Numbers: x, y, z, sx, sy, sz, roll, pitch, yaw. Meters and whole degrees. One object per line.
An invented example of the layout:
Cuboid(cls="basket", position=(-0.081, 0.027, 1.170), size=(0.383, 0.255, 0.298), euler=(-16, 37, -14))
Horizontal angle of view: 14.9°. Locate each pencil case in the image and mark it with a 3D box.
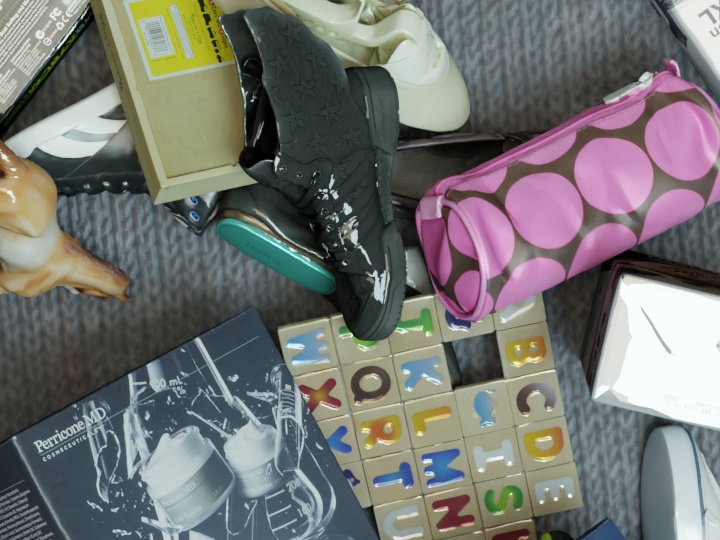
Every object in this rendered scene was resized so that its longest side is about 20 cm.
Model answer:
Cuboid(cls="pencil case", position=(0.129, -0.049, 1.677), size=(0.199, 0.091, 0.094), euler=(-28, 111, -19))

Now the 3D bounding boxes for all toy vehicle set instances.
Cuboid(cls="toy vehicle set", position=(-0.097, -0.148, 1.712), size=(0.124, 0.027, 0.201), euler=(-12, 72, -19))

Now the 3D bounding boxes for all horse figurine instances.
Cuboid(cls="horse figurine", position=(-0.226, -0.032, 1.703), size=(0.132, 0.200, 0.050), euler=(3, 54, 13))

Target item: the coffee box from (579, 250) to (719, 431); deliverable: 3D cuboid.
Cuboid(cls="coffee box", position=(0.198, 0.042, 1.671), size=(0.112, 0.200, 0.080), euler=(13, 95, 1))

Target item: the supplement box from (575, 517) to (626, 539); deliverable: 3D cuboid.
Cuboid(cls="supplement box", position=(0.117, 0.297, 1.658), size=(0.200, 0.134, 0.200), euler=(53, 131, 7))

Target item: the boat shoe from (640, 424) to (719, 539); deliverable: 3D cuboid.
Cuboid(cls="boat shoe", position=(0.234, 0.193, 1.726), size=(0.086, 0.075, 0.203), euler=(-3, 66, -15))

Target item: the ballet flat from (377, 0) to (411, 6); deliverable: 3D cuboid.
Cuboid(cls="ballet flat", position=(0.017, -0.220, 1.738), size=(0.070, 0.065, 0.201), euler=(22, 93, -1))

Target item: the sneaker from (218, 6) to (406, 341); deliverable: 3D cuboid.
Cuboid(cls="sneaker", position=(-0.030, -0.057, 1.651), size=(0.104, 0.060, 0.201), euler=(-2, 93, -30))

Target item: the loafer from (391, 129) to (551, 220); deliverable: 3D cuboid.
Cuboid(cls="loafer", position=(0.077, -0.055, 1.741), size=(0.199, 0.063, 0.072), euler=(2, 92, 2))

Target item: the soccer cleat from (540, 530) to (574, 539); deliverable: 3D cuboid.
Cuboid(cls="soccer cleat", position=(0.168, 0.252, 1.750), size=(0.081, 0.068, 0.201), euler=(-21, 97, -7))

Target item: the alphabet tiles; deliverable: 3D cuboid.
Cuboid(cls="alphabet tiles", position=(0.049, 0.108, 1.737), size=(0.166, 0.008, 0.201), euler=(-12, 112, 1))

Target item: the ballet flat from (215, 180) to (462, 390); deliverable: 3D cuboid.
Cuboid(cls="ballet flat", position=(0.000, 0.000, 1.737), size=(0.200, 0.068, 0.069), euler=(40, 65, -17))

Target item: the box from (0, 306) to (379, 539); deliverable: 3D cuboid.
Cuboid(cls="box", position=(-0.117, 0.152, 1.684), size=(0.200, 0.104, 0.183), euler=(-29, 90, -37))

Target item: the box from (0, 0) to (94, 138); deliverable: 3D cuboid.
Cuboid(cls="box", position=(-0.281, -0.179, 1.760), size=(0.193, 0.048, 0.200), euler=(38, 92, 3))

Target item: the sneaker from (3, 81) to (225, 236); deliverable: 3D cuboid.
Cuboid(cls="sneaker", position=(-0.150, -0.058, 1.744), size=(0.199, 0.073, 0.112), euler=(-30, 90, 2))

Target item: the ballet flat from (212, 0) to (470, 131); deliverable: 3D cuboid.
Cuboid(cls="ballet flat", position=(-0.001, -0.147, 1.692), size=(0.199, 0.069, 0.070), euler=(25, 92, -24))

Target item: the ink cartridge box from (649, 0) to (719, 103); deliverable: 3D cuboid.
Cuboid(cls="ink cartridge box", position=(0.237, -0.219, 1.721), size=(0.144, 0.084, 0.200), euler=(-35, 90, 3))
